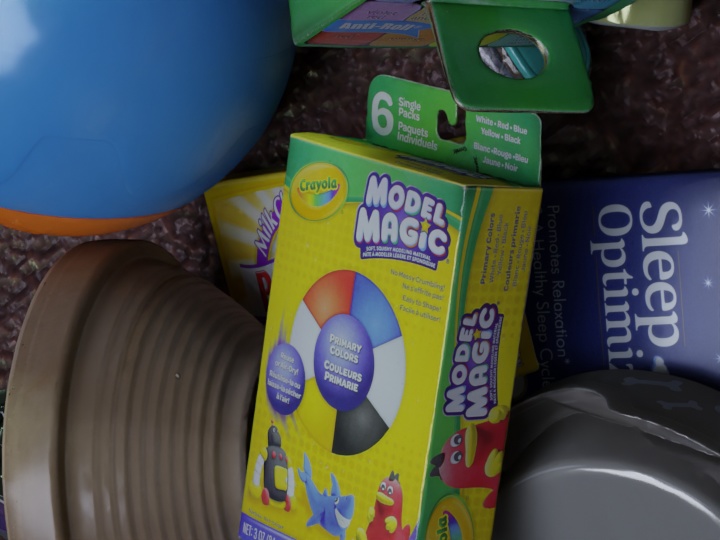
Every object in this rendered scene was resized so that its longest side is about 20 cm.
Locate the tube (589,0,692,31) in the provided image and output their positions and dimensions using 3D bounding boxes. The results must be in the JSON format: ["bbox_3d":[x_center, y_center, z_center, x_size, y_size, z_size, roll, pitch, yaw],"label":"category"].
[{"bbox_3d":[0.114,-0.200,1.031,0.058,0.052,0.202,3,104,-3],"label":"tube"}]

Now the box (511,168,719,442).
[{"bbox_3d":[0.132,0.019,1.077,0.199,0.032,0.122,-3,93,28],"label":"box"}]

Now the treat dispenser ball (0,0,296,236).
[{"bbox_3d":[-0.126,-0.116,1.116,0.200,0.200,0.203,10,110,30],"label":"treat dispenser ball"}]

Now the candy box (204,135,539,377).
[{"bbox_3d":[0.000,0.000,1.134,0.199,0.026,0.103,-6,98,56],"label":"candy box"}]

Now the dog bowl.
[{"bbox_3d":[0.117,0.131,1.066,0.199,0.059,0.201,13,123,21],"label":"dog bowl"}]

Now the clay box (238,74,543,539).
[{"bbox_3d":[0.011,0.026,1.034,0.115,0.047,0.202,18,104,49],"label":"clay box"}]

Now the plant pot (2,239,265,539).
[{"bbox_3d":[-0.075,0.086,1.140,0.092,0.201,0.203,-2,104,18],"label":"plant pot"}]

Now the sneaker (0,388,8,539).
[{"bbox_3d":[-0.114,0.139,1.279,0.199,0.076,0.088,36,152,9],"label":"sneaker"}]

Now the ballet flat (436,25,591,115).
[{"bbox_3d":[0.031,-0.154,1.090,0.072,0.072,0.202,-24,89,35],"label":"ballet flat"}]

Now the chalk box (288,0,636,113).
[{"bbox_3d":[0.045,-0.155,0.989,0.124,0.124,0.202,-23,71,59],"label":"chalk box"}]
